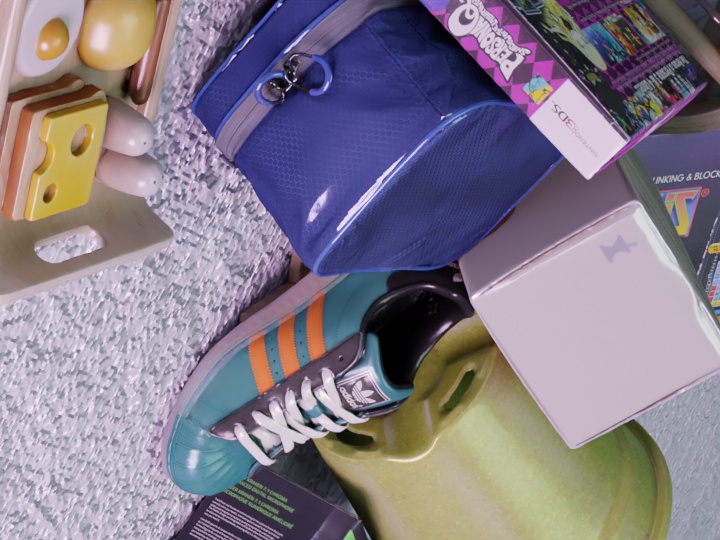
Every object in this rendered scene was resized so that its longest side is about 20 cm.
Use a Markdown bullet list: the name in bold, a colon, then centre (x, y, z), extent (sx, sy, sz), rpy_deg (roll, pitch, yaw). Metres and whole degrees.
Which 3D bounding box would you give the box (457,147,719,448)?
- **box**: centre (0.120, -0.017, 1.486), extent (0.109, 0.200, 0.128), rpy_deg (-29, 120, 10)

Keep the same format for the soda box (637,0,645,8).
- **soda box**: centre (0.135, -0.191, 1.558), extent (0.200, 0.068, 0.064), rpy_deg (-26, 136, -53)

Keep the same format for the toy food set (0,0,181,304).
- **toy food set**: centre (-0.111, -0.089, 1.189), extent (0.143, 0.060, 0.200), rpy_deg (-23, 133, -55)

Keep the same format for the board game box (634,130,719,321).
- **board game box**: centre (0.159, -0.030, 1.672), extent (0.200, 0.057, 0.166), rpy_deg (-7, 126, -29)

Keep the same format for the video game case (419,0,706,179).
- **video game case**: centre (0.090, -0.138, 1.335), extent (0.036, 0.181, 0.200), rpy_deg (-45, 176, 21)

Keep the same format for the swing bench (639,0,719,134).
- **swing bench**: centre (0.217, -0.218, 1.491), extent (0.200, 0.130, 0.199), rpy_deg (58, 41, -28)

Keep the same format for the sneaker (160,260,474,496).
- **sneaker**: centre (-0.023, 0.058, 1.429), extent (0.200, 0.080, 0.071), rpy_deg (-44, 132, -4)

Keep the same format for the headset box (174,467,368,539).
- **headset box**: centre (-0.068, 0.231, 1.540), extent (0.200, 0.093, 0.174), rpy_deg (-54, 154, -22)

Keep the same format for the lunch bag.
- **lunch bag**: centre (0.008, -0.088, 1.333), extent (0.136, 0.132, 0.200), rpy_deg (-45, 160, 21)

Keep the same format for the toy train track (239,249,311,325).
- **toy train track**: centre (0.000, 0.000, 1.521), extent (0.200, 0.032, 0.115), rpy_deg (-36, 143, -47)

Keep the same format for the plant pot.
- **plant pot**: centre (0.062, 0.112, 1.572), extent (0.201, 0.200, 0.184), rpy_deg (-55, 134, -18)

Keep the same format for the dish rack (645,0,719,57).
- **dish rack**: centre (0.238, -0.183, 1.706), extent (0.200, 0.171, 0.044), rpy_deg (-40, 102, -41)
